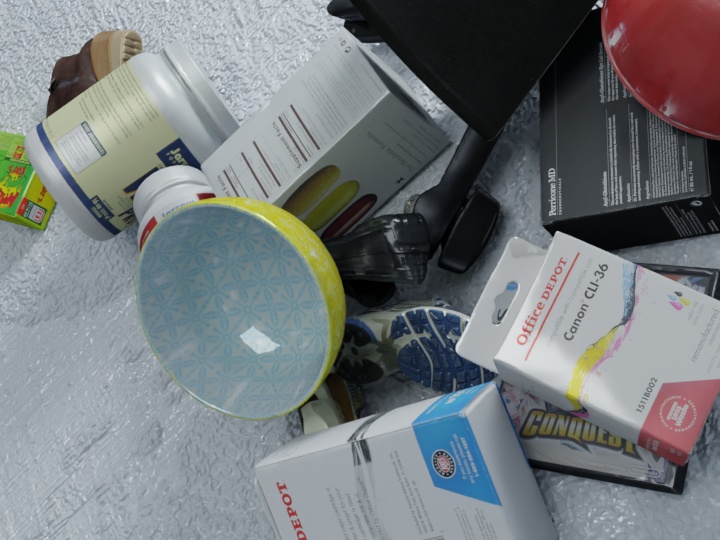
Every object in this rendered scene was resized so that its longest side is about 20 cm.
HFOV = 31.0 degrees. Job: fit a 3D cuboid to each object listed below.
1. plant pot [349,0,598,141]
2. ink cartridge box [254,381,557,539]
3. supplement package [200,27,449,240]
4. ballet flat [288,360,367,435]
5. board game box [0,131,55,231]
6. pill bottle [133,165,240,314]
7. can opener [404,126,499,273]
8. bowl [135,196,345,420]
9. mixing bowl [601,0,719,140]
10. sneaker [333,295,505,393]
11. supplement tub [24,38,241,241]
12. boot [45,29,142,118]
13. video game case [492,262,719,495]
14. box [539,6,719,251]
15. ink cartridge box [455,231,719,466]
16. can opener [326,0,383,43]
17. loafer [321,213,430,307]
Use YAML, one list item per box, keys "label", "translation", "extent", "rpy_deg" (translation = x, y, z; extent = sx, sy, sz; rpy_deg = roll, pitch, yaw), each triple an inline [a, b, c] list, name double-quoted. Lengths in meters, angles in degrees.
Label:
- label: "plant pot"
  translation: [0.082, -0.265, 1.120]
  extent: [0.200, 0.177, 0.200]
  rpy_deg: [-53, 22, 14]
- label: "ink cartridge box"
  translation: [0.035, 0.190, 1.047]
  extent: [0.200, 0.086, 0.147]
  rpy_deg: [-19, 96, 29]
- label: "supplement package"
  translation: [-0.036, -0.112, 1.262]
  extent: [0.200, 0.114, 0.110]
  rpy_deg: [-43, 50, 14]
- label: "ballet flat"
  translation: [-0.033, 0.117, 1.182]
  extent: [0.072, 0.072, 0.200]
  rpy_deg: [-34, 53, 19]
- label: "board game box"
  translation: [-0.448, -0.119, 1.606]
  extent: [0.200, 0.048, 0.102]
  rpy_deg: [14, 78, 39]
- label: "pill bottle"
  translation: [-0.157, -0.012, 1.303]
  extent: [0.112, 0.112, 0.200]
  rpy_deg: [-42, 51, 12]
- label: "can opener"
  translation: [0.100, -0.096, 1.193]
  extent: [0.200, 0.079, 0.063]
  rpy_deg: [-66, 9, -11]
- label: "bowl"
  translation: [-0.088, 0.020, 1.146]
  extent: [0.200, 0.108, 0.200]
  rpy_deg: [11, 115, 25]
- label: "mixing bowl"
  translation: [0.298, -0.213, 1.008]
  extent: [0.200, 0.108, 0.200]
  rpy_deg: [2, 66, -5]
- label: "sneaker"
  translation: [0.061, 0.053, 1.126]
  extent: [0.200, 0.085, 0.077]
  rpy_deg: [2, 113, 46]
- label: "supplement tub"
  translation: [-0.240, -0.141, 1.389]
  extent: [0.200, 0.145, 0.145]
  rpy_deg: [-35, 52, 1]
- label: "boot"
  translation: [-0.323, -0.184, 1.551]
  extent: [0.166, 0.072, 0.200]
  rpy_deg: [-11, 67, 48]
- label: "video game case"
  translation: [0.187, 0.079, 1.070]
  extent: [0.200, 0.025, 0.181]
  rpy_deg: [5, 72, 37]
- label: "box"
  translation: [0.228, -0.125, 1.096]
  extent: [0.141, 0.079, 0.200]
  rpy_deg: [-8, 64, 24]
- label: "ink cartridge box"
  translation: [0.180, 0.051, 0.992]
  extent: [0.200, 0.067, 0.117]
  rpy_deg: [24, 79, 16]
- label: "can opener"
  translation: [0.069, -0.257, 1.290]
  extent: [0.200, 0.079, 0.063]
  rpy_deg: [1, 110, 23]
- label: "loafer"
  translation: [0.000, 0.000, 1.179]
  extent: [0.201, 0.068, 0.070]
  rpy_deg: [-21, 74, 61]
